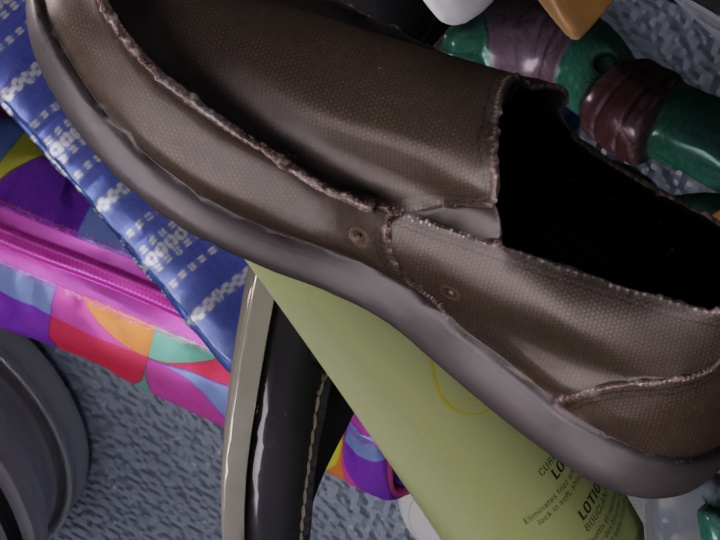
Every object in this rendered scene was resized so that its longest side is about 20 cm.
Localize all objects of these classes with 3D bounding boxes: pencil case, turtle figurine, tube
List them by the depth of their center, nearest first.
[{"bbox_3d":[0.109,0.001,0.765,0.200,0.101,0.150,32,136,39],"label":"turtle figurine"},{"bbox_3d":[0.019,0.023,0.798,0.052,0.058,0.200,-29,124,4],"label":"tube"},{"bbox_3d":[-0.053,0.003,0.950,0.200,0.088,0.088,21,135,17],"label":"pencil case"}]

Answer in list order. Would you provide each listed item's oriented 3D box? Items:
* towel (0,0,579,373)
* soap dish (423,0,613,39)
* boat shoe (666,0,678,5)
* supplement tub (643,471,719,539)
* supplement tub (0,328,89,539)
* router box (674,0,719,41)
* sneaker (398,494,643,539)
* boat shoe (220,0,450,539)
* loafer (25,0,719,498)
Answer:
[{"bbox_3d":[-0.042,-0.080,0.857,0.145,0.024,0.200,-39,102,9],"label":"towel"},{"bbox_3d":[0.011,-0.153,0.704,0.081,0.200,0.157,-28,112,2],"label":"soap dish"},{"bbox_3d":[0.109,-0.097,0.770,0.202,0.060,0.072,6,129,30],"label":"boat shoe"},{"bbox_3d":[0.189,0.069,0.817,0.200,0.123,0.123,-6,123,36],"label":"supplement tub"},{"bbox_3d":[-0.198,0.106,1.049,0.140,0.200,0.140,18,134,20],"label":"supplement tub"},{"bbox_3d":[0.184,-0.077,0.630,0.200,0.157,0.052,36,-177,33],"label":"router box"},{"bbox_3d":[0.095,0.107,0.945,0.200,0.081,0.076,21,137,19],"label":"sneaker"},{"bbox_3d":[0.000,0.000,0.832,0.063,0.073,0.200,9,97,-3],"label":"boat shoe"},{"bbox_3d":[0.016,-0.030,0.697,0.200,0.073,0.071,32,132,-2],"label":"loafer"}]
